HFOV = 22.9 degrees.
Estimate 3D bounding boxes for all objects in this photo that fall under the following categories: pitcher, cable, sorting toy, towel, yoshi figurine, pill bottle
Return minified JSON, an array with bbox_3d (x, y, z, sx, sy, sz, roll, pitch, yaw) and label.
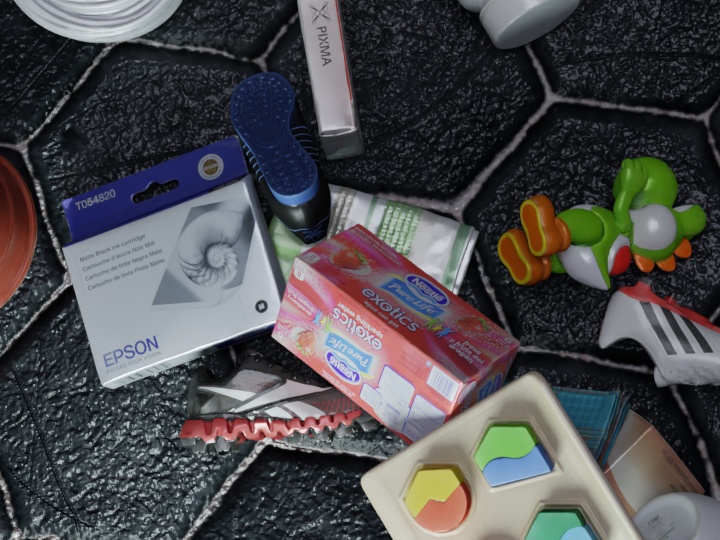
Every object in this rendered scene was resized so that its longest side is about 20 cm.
[{"bbox_3d":[0.296,0.300,1.557,0.172,0.121,0.200,-42,120,4],"label":"pitcher"},{"bbox_3d":[-0.263,-0.324,1.780,0.199,0.069,0.201,-9,79,2],"label":"cable"},{"bbox_3d":[0.118,0.211,1.510,0.200,0.036,0.185,-34,84,21],"label":"sorting toy"},{"bbox_3d":[0.000,0.000,1.717,0.199,0.031,0.150,17,78,10],"label":"towel"},{"bbox_3d":[0.132,0.164,1.602,0.200,0.022,0.147,3,55,38],"label":"towel"},{"bbox_3d":[0.228,-0.054,1.662,0.199,0.112,0.112,-9,110,-26],"label":"yoshi figurine"},{"bbox_3d":[0.125,-0.324,1.725,0.114,0.114,0.200,-28,78,-1],"label":"pill bottle"}]

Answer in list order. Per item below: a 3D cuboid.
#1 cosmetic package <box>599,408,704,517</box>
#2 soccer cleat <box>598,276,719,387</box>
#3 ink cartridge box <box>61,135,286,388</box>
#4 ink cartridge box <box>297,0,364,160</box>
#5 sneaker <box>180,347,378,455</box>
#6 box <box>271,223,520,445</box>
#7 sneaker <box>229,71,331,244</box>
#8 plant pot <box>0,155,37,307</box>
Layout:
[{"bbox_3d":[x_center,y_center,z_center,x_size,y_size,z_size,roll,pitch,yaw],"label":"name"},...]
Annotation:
[{"bbox_3d":[0.198,0.223,1.602,0.200,0.087,0.103,-44,118,-4],"label":"cosmetic package"},{"bbox_3d":[0.317,0.082,1.655,0.200,0.069,0.085,29,91,13],"label":"soccer cleat"},{"bbox_3d":[-0.183,-0.012,1.710,0.199,0.041,0.201,-21,77,9],"label":"ink cartridge box"},{"bbox_3d":[-0.035,-0.224,1.686,0.043,0.174,0.201,-9,78,3],"label":"ink cartridge box"},{"bbox_3d":[-0.073,0.119,1.672,0.200,0.071,0.098,-5,80,5],"label":"sneaker"},{"bbox_3d":[0.030,0.063,1.601,0.200,0.103,0.095,36,40,23],"label":"box"},{"bbox_3d":[-0.076,-0.108,1.708,0.070,0.078,0.200,-18,45,-1],"label":"sneaker"},{"bbox_3d":[-0.427,-0.055,1.673,0.200,0.195,0.201,-1,79,4],"label":"plant pot"}]
